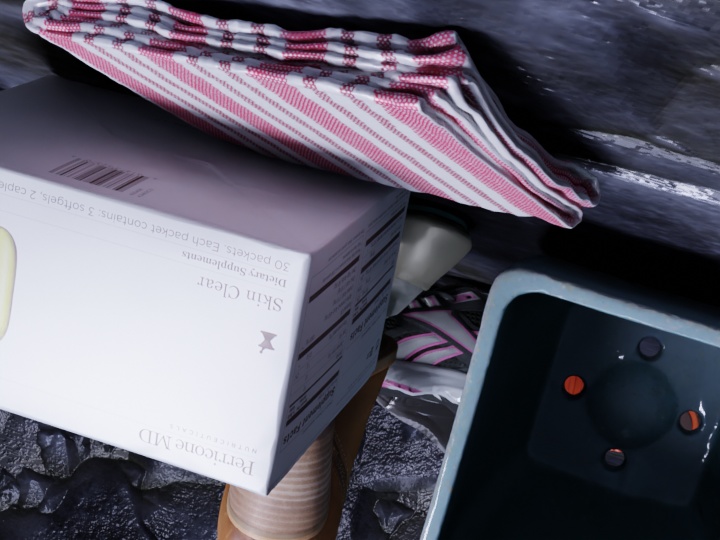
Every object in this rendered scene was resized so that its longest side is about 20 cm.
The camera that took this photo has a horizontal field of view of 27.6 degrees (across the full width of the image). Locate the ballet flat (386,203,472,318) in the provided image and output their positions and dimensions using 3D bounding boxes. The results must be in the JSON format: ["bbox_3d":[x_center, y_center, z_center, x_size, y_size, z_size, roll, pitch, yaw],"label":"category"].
[{"bbox_3d":[0.000,0.000,0.856,0.069,0.070,0.200,21,171,-24],"label":"ballet flat"}]

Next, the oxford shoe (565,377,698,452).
[{"bbox_3d":[0.172,0.086,1.131,0.199,0.071,0.072,21,-168,27],"label":"oxford shoe"}]

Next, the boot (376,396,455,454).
[{"bbox_3d":[0.057,0.085,1.245,0.200,0.073,0.151,42,-173,-9],"label":"boot"}]

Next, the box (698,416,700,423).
[{"bbox_3d":[0.270,0.196,1.123,0.097,0.201,0.124,20,172,-21],"label":"box"}]

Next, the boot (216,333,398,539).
[{"bbox_3d":[-0.031,0.117,0.771,0.076,0.156,0.200,9,-160,1],"label":"boot"}]

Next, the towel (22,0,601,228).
[{"bbox_3d":[-0.017,-0.067,0.578,0.199,0.030,0.146,16,173,32],"label":"towel"}]

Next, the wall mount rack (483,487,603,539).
[{"bbox_3d":[0.112,0.200,0.848,0.173,0.075,0.200,25,-146,19],"label":"wall mount rack"}]

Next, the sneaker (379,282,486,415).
[{"bbox_3d":[0.045,0.045,0.985,0.199,0.087,0.080,18,168,-17],"label":"sneaker"}]

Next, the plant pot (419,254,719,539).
[{"bbox_3d":[0.146,0.098,0.781,0.195,0.197,0.200,16,-167,5],"label":"plant pot"}]

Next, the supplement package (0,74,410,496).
[{"bbox_3d":[-0.098,-0.003,0.672,0.199,0.111,0.156,15,-160,14],"label":"supplement package"}]
